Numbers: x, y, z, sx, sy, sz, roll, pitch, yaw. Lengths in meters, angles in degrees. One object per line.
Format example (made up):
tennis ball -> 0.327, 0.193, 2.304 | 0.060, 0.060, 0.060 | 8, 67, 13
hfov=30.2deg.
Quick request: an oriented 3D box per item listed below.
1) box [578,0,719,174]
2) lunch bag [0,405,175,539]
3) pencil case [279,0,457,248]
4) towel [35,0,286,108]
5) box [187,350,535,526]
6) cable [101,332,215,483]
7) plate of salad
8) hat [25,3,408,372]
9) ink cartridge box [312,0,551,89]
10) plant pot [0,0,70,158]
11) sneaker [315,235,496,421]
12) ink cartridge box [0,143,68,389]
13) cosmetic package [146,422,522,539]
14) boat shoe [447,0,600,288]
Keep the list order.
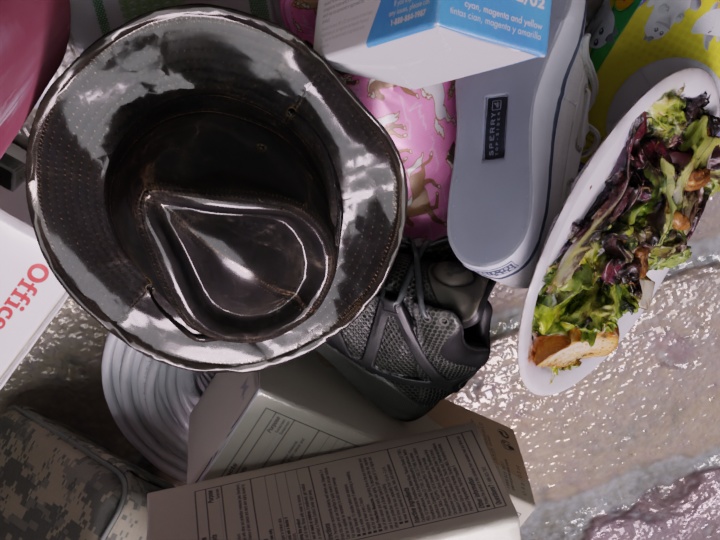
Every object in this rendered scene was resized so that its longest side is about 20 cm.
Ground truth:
box -> 0.174, -0.095, 0.809 | 0.116, 0.049, 0.201 | 19, 121, -20
lunch bag -> -0.161, 0.195, 0.868 | 0.167, 0.199, 0.141 | 33, 78, -39
pencil case -> 0.013, -0.094, 0.770 | 0.082, 0.087, 0.202 | 10, 131, 31
towel -> -0.144, -0.162, 0.734 | 0.197, 0.031, 0.151 | -12, 124, 1
box -> -0.001, 0.118, 0.826 | 0.198, 0.078, 0.095 | 26, 117, -21
cable -> -0.066, 0.056, 0.868 | 0.199, 0.070, 0.200 | -39, 119, 19
plate of salad -> 0.154, -0.014, 0.742 | 0.199, 0.048, 0.202 | -37, 144, -34
hat -> -0.069, -0.020, 0.644 | 0.197, 0.081, 0.204 | -2, 116, -5
ink cartridge box -> 0.040, -0.199, 0.639 | 0.067, 0.115, 0.204 | 8, 85, -31
plant pot -> -0.234, -0.102, 0.625 | 0.197, 0.179, 0.203 | 11, 124, 17
sneaker -> 0.000, 0.000, 0.747 | 0.199, 0.077, 0.114 | 38, 130, -20
ink cartridge box -> -0.275, -0.024, 0.779 | 0.199, 0.083, 0.147 | 31, 116, -24
cosmetic package -> -0.015, 0.157, 0.735 | 0.197, 0.105, 0.072 | -11, 115, -4
boat shoe -> 0.102, -0.087, 0.751 | 0.074, 0.205, 0.086 | -4, 162, 33
